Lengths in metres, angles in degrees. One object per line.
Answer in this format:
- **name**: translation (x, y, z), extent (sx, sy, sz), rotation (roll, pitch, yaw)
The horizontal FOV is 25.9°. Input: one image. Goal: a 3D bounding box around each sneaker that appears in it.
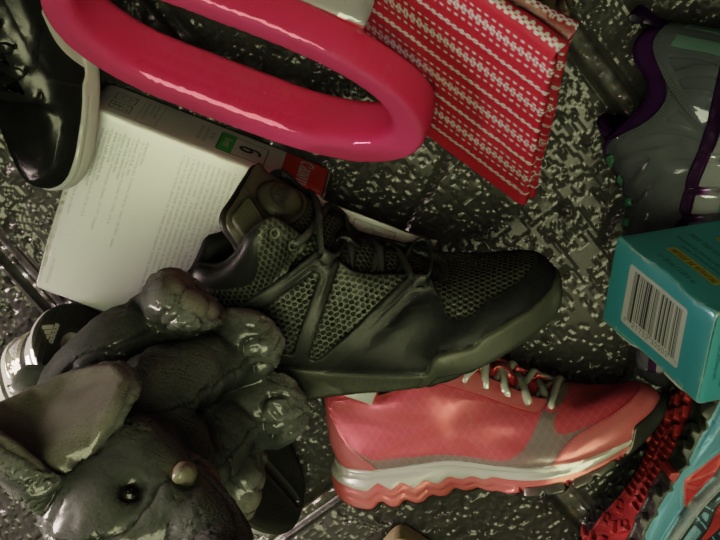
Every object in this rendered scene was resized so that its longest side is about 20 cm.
- **sneaker**: translation (0.191, 0.149, 0.890), extent (0.094, 0.080, 0.202), rotation (22, 115, -10)
- **sneaker**: translation (-0.196, -0.134, 0.773), extent (0.072, 0.111, 0.203), rotation (4, 103, 40)
- **sneaker**: translation (0.067, 0.076, 0.866), extent (0.198, 0.074, 0.088), rotation (-11, 104, 18)
- **sneaker**: translation (0.000, 0.000, 0.792), extent (0.197, 0.076, 0.115), rotation (-8, 117, 13)
- **sneaker**: translation (-0.132, 0.099, 0.913), extent (0.200, 0.076, 0.115), rotation (37, 138, -24)
- **sneaker**: translation (0.163, -0.039, 0.834), extent (0.087, 0.074, 0.202), rotation (24, 119, 26)

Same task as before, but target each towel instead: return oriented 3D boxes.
- **towel**: translation (0.032, -0.106, 0.721), extent (0.144, 0.200, 0.023), rotation (37, 78, 10)

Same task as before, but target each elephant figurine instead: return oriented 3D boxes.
- **elephant figurine**: translation (-0.110, 0.094, 0.711), extent (0.141, 0.200, 0.155), rotation (37, 121, -5)

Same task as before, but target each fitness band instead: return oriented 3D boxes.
- **fitness band**: translation (-0.058, -0.106, 0.742), extent (0.198, 0.144, 0.038), rotation (21, 72, -4)

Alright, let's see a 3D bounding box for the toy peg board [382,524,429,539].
- **toy peg board**: translation (0.043, 0.299, 0.953), extent (0.198, 0.098, 0.201), rotation (34, 111, -9)

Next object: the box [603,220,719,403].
- **box**: translation (0.226, 0.009, 0.777), extent (0.198, 0.082, 0.050), rotation (-9, 122, -26)

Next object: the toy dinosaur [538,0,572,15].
- **toy dinosaur**: translation (0.030, -0.153, 0.779), extent (0.134, 0.086, 0.202), rotation (-16, 117, 13)

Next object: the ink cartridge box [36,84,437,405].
- **ink cartridge box**: translation (-0.067, -0.013, 0.860), extent (0.198, 0.050, 0.110), rotation (20, 111, -5)
